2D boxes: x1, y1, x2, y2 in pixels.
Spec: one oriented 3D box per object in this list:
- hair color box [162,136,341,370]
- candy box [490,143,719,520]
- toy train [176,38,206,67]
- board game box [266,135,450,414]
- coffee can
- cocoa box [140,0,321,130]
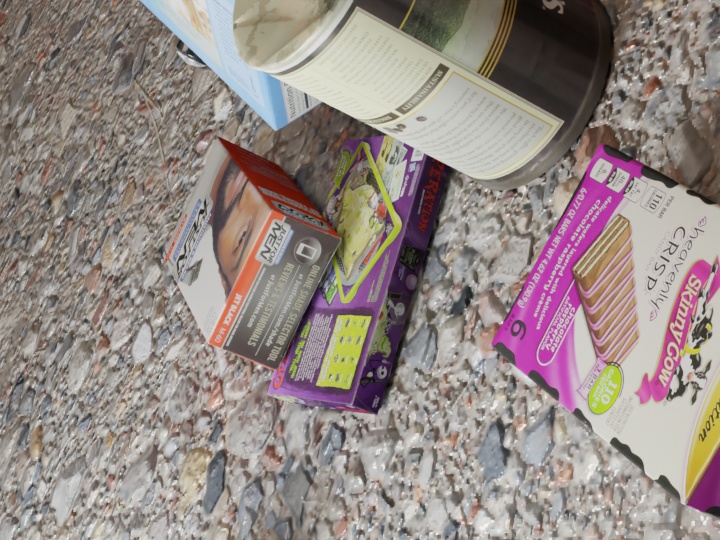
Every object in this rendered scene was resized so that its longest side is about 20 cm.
[{"bbox_3d":[-0.088,-0.018,1.249,0.112,0.064,0.200,-63,24,10],"label":"hair color box"},{"bbox_3d":[0.166,0.029,0.868,0.137,0.061,0.200,-62,32,7],"label":"candy box"},{"bbox_3d":[-0.074,-0.249,1.356,0.201,0.114,0.087,-62,20,7],"label":"toy train"},{"bbox_3d":[0.000,0.000,1.168,0.120,0.032,0.202,3,73,54],"label":"board game box"},{"bbox_3d":[0.039,-0.155,1.044,0.146,0.199,0.147,-33,45,41],"label":"coffee can"},{"bbox_3d":[-0.075,-0.227,1.181,0.131,0.134,0.200,-33,55,-18],"label":"cocoa box"}]
